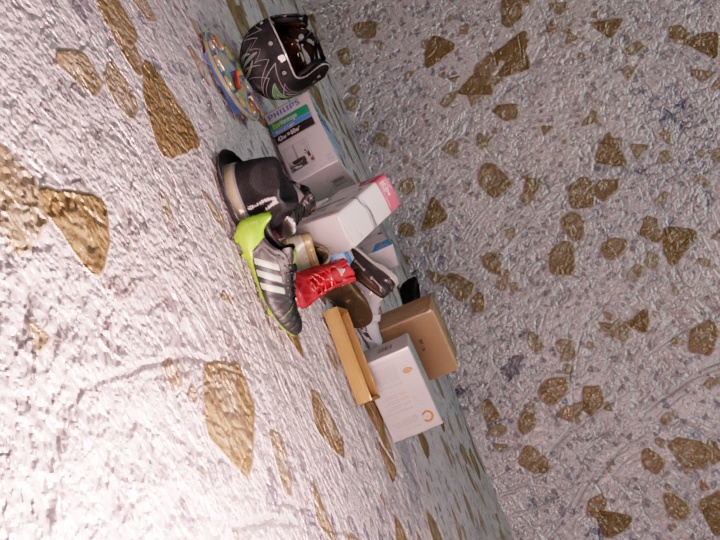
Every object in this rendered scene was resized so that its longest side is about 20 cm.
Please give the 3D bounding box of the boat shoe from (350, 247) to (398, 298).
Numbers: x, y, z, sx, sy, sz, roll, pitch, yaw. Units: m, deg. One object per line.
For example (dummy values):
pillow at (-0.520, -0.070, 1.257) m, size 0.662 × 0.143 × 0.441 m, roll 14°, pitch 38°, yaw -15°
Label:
boat shoe at (0.000, 0.000, 1.780) m, size 0.199 × 0.060 × 0.074 m, roll 34°, pitch -26°, yaw 23°

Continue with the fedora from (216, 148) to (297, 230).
fedora at (-0.163, -0.131, 1.226) m, size 0.201 × 0.091 × 0.203 m, roll -24°, pitch 90°, yaw -81°

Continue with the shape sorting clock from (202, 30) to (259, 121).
shape sorting clock at (-0.261, -0.399, 1.499) m, size 0.200 × 0.039 × 0.202 m, roll -23°, pitch 91°, yaw -82°

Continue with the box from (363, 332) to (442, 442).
box at (0.093, 0.268, 1.677) m, size 0.098 × 0.123 × 0.202 m, roll -76°, pitch 143°, yaw -77°

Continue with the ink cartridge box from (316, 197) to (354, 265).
ink cartridge box at (-0.088, -0.098, 1.697) m, size 0.116 × 0.067 × 0.202 m, roll -66°, pitch 132°, yaw -79°

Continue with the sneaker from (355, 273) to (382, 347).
sneaker at (0.038, 0.090, 1.832) m, size 0.075 × 0.114 × 0.202 m, roll -35°, pitch 101°, yaw -81°

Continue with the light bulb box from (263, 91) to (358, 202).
light bulb box at (-0.117, -0.290, 1.791) m, size 0.202 × 0.124 × 0.198 m, roll 66°, pitch 8°, yaw 16°

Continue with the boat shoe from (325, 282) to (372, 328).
boat shoe at (-0.028, 0.056, 1.653) m, size 0.201 × 0.071 × 0.068 m, roll 55°, pitch 16°, yaw -44°

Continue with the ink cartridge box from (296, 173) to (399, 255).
ink cartridge box at (-0.029, -0.114, 1.568) m, size 0.200 × 0.145 × 0.083 m, roll -44°, pitch 112°, yaw -45°

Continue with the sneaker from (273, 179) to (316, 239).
sneaker at (-0.124, -0.125, 1.383) m, size 0.201 × 0.085 × 0.081 m, roll -100°, pitch -158°, yaw -55°

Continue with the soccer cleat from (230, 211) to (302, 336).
soccer cleat at (-0.127, 0.007, 1.135) m, size 0.068 × 0.080 × 0.202 m, roll -78°, pitch 145°, yaw -75°

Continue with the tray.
tray at (-0.018, 0.178, 1.523) m, size 0.099 × 0.037 × 0.202 m, roll 31°, pitch 38°, yaw -76°

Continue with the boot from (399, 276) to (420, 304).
boot at (0.230, 0.139, 3.008) m, size 0.158 × 0.079 × 0.212 m, roll 55°, pitch 24°, yaw -26°

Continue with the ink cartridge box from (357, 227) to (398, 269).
ink cartridge box at (0.013, -0.055, 1.948) m, size 0.200 × 0.115 × 0.067 m, roll -127°, pitch -165°, yaw -62°

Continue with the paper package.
paper package at (0.147, 0.195, 1.981) m, size 0.104 × 0.189 × 0.202 m, roll -82°, pitch 148°, yaw -66°

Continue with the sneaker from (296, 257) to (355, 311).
sneaker at (-0.074, 0.013, 1.332) m, size 0.200 × 0.114 × 0.079 m, roll -72°, pitch 138°, yaw -77°

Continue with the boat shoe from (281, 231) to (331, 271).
boat shoe at (-0.090, -0.016, 1.469) m, size 0.200 × 0.066 × 0.075 m, roll 50°, pitch 19°, yaw -63°

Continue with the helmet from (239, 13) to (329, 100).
helmet at (-0.188, -0.492, 1.700) m, size 0.200 × 0.189 × 0.202 m, roll 36°, pitch -42°, yaw 41°
